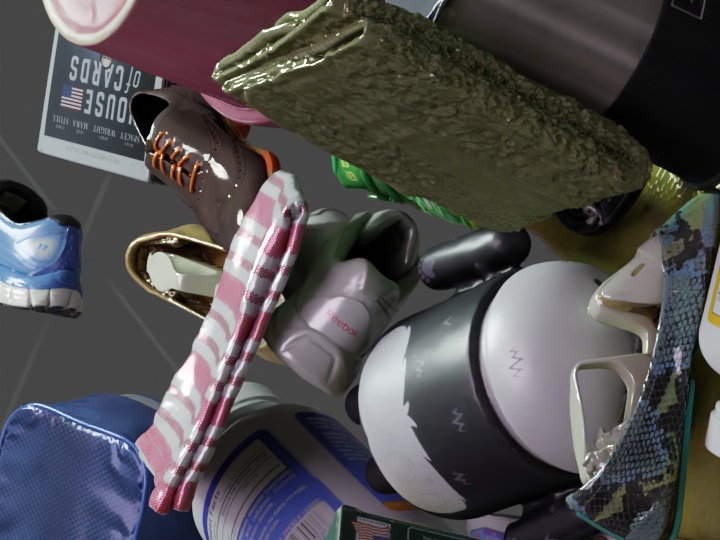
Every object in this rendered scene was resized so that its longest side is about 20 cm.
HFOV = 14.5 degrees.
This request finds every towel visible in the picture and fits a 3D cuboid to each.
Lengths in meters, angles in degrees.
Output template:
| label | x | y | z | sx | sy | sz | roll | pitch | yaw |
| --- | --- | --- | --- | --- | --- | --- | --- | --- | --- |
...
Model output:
| label | x | y | z | sx | sy | sz | roll | pitch | yaw |
| --- | --- | --- | --- | --- | --- | --- | --- | --- | --- |
| towel | 0.037 | -0.079 | 1.439 | 0.148 | 0.200 | 0.036 | -18 | 50 | 58 |
| towel | -0.080 | 0.038 | 1.656 | 0.146 | 0.030 | 0.200 | -129 | 61 | -79 |

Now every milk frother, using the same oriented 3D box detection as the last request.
| label | x | y | z | sx | sy | sz | roll | pitch | yaw |
| --- | --- | --- | --- | --- | --- | --- | --- | --- | --- |
| milk frother | 0.098 | -0.113 | 1.509 | 0.200 | 0.188 | 0.181 | -59 | 18 | 26 |

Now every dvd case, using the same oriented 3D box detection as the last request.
| label | x | y | z | sx | sy | sz | roll | pitch | yaw |
| --- | --- | --- | --- | --- | --- | --- | --- | --- | --- |
| dvd case | -0.165 | -0.169 | 1.979 | 0.150 | 0.025 | 0.200 | 16 | 98 | 51 |

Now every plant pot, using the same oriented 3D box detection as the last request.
| label | x | y | z | sx | sy | sz | roll | pitch | yaw |
| --- | --- | --- | --- | --- | --- | --- | --- | --- | --- |
| plant pot | -0.092 | -0.193 | 1.766 | 0.200 | 0.179 | 0.200 | -9 | 79 | 51 |

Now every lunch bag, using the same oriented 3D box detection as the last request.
| label | x | y | z | sx | sy | sz | roll | pitch | yaw |
| --- | --- | --- | --- | --- | --- | --- | --- | --- | --- |
| lunch bag | -0.158 | 0.185 | 1.852 | 0.136 | 0.132 | 0.200 | 23 | 103 | 35 |

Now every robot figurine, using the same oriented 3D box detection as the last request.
| label | x | y | z | sx | sy | sz | roll | pitch | yaw |
| --- | --- | --- | --- | --- | --- | --- | --- | --- | --- |
| robot figurine | 0.081 | 0.068 | 1.570 | 0.200 | 0.150 | 0.125 | -25 | 27 | 48 |

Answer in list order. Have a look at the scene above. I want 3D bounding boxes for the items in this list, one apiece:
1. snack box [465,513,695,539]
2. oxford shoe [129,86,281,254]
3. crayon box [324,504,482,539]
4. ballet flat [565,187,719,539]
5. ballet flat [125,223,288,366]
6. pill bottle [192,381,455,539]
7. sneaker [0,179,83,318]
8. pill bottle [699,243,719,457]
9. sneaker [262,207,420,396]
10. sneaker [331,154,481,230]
| label | x | y | z | sx | sy | sz | roll | pitch | yaw |
| --- | --- | --- | --- | --- | --- | --- | --- | --- | --- |
| snack box | 0.128 | 0.178 | 1.575 | 0.200 | 0.024 | 0.072 | 2 | 87 | 51 |
| oxford shoe | -0.101 | -0.060 | 1.810 | 0.071 | 0.073 | 0.200 | -69 | 25 | 19 |
| crayon box | 0.019 | 0.227 | 1.593 | 0.051 | 0.127 | 0.200 | -86 | 13 | -48 |
| ballet flat | 0.145 | 0.042 | 1.460 | 0.074 | 0.074 | 0.200 | -19 | 52 | 49 |
| ballet flat | -0.084 | 0.018 | 1.827 | 0.200 | 0.063 | 0.069 | 20 | 102 | 50 |
| pill bottle | -0.032 | 0.149 | 1.709 | 0.200 | 0.112 | 0.112 | 41 | 117 | 48 |
| sneaker | -0.264 | -0.021 | 2.059 | 0.200 | 0.079 | 0.089 | 10 | 87 | 43 |
| pill bottle | 0.228 | -0.001 | 1.405 | 0.104 | 0.104 | 0.200 | 24 | 105 | 50 |
| sneaker | 0.000 | 0.000 | 1.683 | 0.099 | 0.078 | 0.200 | -47 | 16 | 15 |
| sneaker | 0.028 | -0.061 | 1.630 | 0.200 | 0.084 | 0.074 | -147 | 51 | -78 |
